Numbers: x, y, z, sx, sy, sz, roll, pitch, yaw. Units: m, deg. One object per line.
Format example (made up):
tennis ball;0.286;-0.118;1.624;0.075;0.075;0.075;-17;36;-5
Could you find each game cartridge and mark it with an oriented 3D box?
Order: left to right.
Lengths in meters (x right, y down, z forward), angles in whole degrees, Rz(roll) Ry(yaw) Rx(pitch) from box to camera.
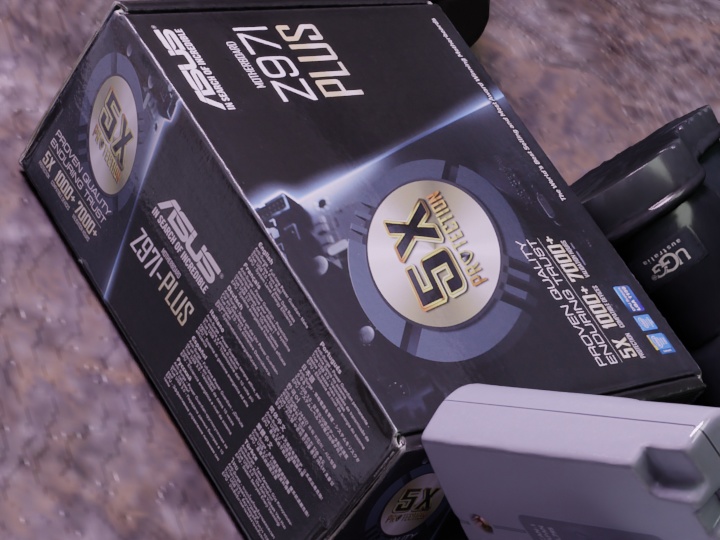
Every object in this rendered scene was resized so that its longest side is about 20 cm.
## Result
game cartridge;0.107;0.113;0.840;0.041;0.133;0.200;-52;122;-29

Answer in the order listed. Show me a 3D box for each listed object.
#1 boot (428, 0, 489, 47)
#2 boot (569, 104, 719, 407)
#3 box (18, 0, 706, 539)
boot;-0.029;-0.186;1.156;0.200;0.077;0.139;39;29;-22
boot;0.150;0.025;1.067;0.169;0.076;0.200;59;10;-3
box;0.000;0.000;0.949;0.163;0.086;0.200;-7;55;-44
